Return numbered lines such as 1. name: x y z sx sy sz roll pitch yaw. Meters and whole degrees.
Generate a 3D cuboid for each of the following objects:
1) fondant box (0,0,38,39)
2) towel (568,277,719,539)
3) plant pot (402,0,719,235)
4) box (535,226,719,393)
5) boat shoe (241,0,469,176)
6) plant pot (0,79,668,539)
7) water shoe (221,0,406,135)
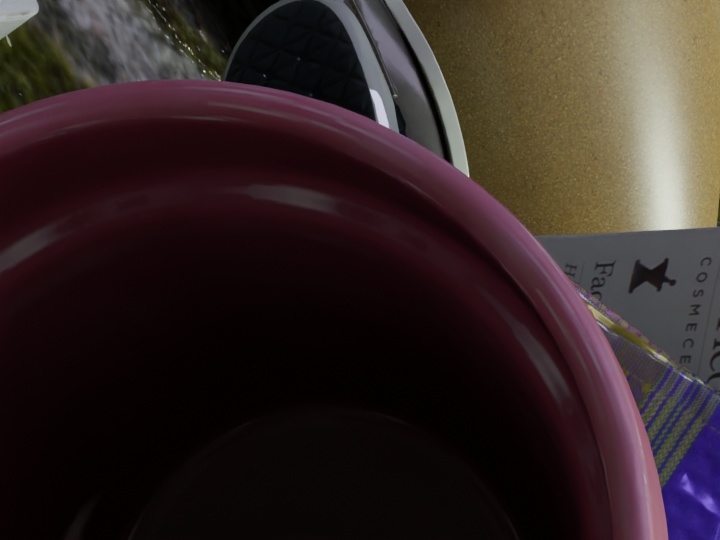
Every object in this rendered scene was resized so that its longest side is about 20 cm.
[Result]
1. fondant box: -0.179 -0.134 0.543 0.144 0.058 0.201 -20 83 -62
2. towel: 0.079 0.094 0.629 0.199 0.144 0.023 37 -23 6
3. plant pot: 0.088 -0.086 0.998 0.187 0.185 0.201 -58 132 -66
4. box: 0.122 0.115 0.762 0.200 0.130 0.200 40 56 -45
5. boat shoe: -0.017 -0.099 0.899 0.072 0.060 0.203 -1 -66 64
6. plant pot: -0.025 0.076 0.509 0.179 0.199 0.201 46 21 -72
7. water shoe: 0.000 0.000 0.811 0.079 0.071 0.202 11 64 -67
